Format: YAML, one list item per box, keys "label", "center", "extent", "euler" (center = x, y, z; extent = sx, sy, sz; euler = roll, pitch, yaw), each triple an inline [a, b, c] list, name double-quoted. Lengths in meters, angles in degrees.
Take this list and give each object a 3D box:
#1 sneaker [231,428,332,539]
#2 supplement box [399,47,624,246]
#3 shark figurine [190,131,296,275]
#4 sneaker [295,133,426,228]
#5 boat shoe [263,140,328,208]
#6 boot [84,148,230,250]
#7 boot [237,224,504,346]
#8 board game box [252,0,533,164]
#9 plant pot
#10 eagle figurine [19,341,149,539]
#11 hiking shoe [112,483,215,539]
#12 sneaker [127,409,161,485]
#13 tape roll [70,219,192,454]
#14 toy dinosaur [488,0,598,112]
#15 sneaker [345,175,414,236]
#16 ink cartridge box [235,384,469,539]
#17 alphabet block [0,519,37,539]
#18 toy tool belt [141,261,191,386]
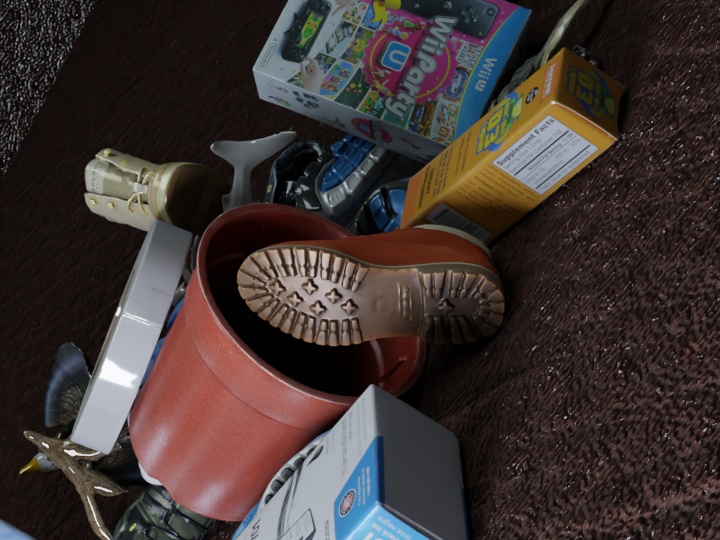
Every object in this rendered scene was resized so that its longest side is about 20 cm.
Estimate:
- label: "sneaker"
  center: [-0.052, 0.180, 1.550]
  extent: [0.200, 0.078, 0.090]
  euler: [-49, 16, 22]
- label: "supplement box"
  center: [0.115, -0.085, 1.568]
  extent: [0.200, 0.069, 0.067]
  euler: [-38, 28, 41]
- label: "shark figurine"
  center: [-0.099, -0.010, 1.779]
  extent: [0.128, 0.089, 0.216]
  euler: [63, -140, -75]
- label: "sneaker"
  center: [0.031, -0.099, 1.808]
  extent: [0.200, 0.087, 0.075]
  euler: [-40, 49, -11]
- label: "boat shoe"
  center: [-0.072, -0.035, 1.868]
  extent: [0.201, 0.070, 0.091]
  euler: [-72, -14, -52]
- label: "boot"
  center: [-0.190, -0.070, 1.850]
  extent: [0.073, 0.155, 0.200]
  euler: [-69, -20, -2]
- label: "boot"
  center: [0.008, 0.004, 1.537]
  extent: [0.107, 0.199, 0.075]
  euler: [-84, -1, -64]
- label: "board game box"
  center: [0.029, -0.184, 1.741]
  extent: [0.064, 0.199, 0.148]
  euler: [79, -145, -68]
- label: "plant pot"
  center: [-0.080, 0.086, 1.622]
  extent: [0.196, 0.200, 0.201]
  euler: [-54, 16, 37]
- label: "eagle figurine"
  center: [-0.250, 0.153, 1.894]
  extent: [0.200, 0.150, 0.153]
  euler: [-50, -35, -77]
- label: "hiking shoe"
  center: [-0.156, 0.203, 1.779]
  extent: [0.101, 0.076, 0.201]
  euler: [-44, 22, 45]
- label: "sneaker"
  center: [-0.120, 0.102, 1.769]
  extent: [0.200, 0.081, 0.075]
  euler: [-38, 25, -32]
- label: "tape roll"
  center: [-0.193, 0.055, 1.711]
  extent: [0.203, 0.037, 0.204]
  euler: [-158, 90, -83]
- label: "toy dinosaur"
  center: [0.147, -0.155, 1.638]
  extent: [0.200, 0.047, 0.088]
  euler: [-53, 12, 4]
- label: "sneaker"
  center: [0.000, 0.000, 1.752]
  extent: [0.200, 0.073, 0.082]
  euler: [-47, -1, 24]
- label: "ink cartridge box"
  center: [-0.018, 0.203, 1.411]
  extent: [0.200, 0.086, 0.147]
  euler: [-48, 20, 22]
- label: "alphabet block"
  center: [-0.332, 0.341, 1.826]
  extent: [0.197, 0.195, 0.200]
  euler: [-61, 18, -17]
- label: "toy tool belt"
  center: [-0.145, 0.051, 1.923]
  extent: [0.200, 0.123, 0.125]
  euler: [-52, 19, 14]
